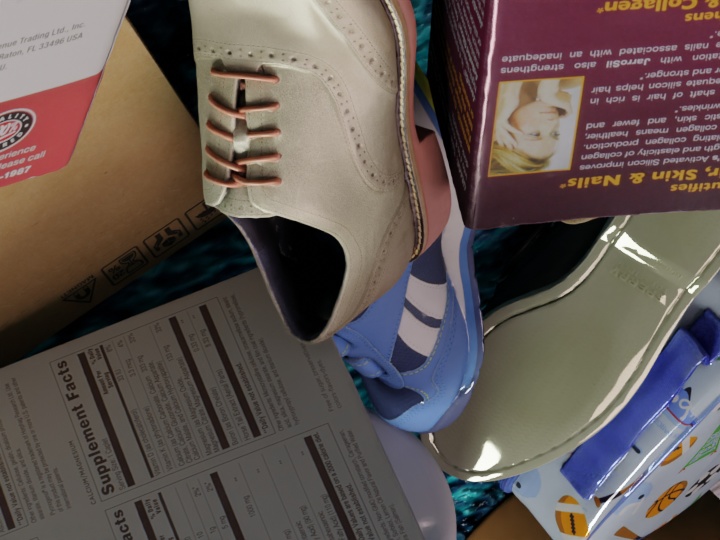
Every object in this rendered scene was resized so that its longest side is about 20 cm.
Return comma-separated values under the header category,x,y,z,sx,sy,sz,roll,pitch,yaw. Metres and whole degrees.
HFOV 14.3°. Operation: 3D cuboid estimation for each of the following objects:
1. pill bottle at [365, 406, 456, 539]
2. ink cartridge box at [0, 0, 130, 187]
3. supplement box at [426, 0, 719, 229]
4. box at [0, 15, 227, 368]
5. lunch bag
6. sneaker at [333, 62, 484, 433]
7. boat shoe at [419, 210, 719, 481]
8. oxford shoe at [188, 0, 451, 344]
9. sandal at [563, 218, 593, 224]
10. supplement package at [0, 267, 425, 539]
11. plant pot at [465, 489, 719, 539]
category,x,y,z,sx,sy,sz,roll,pitch,yaw
pill bottle,-0.024,0.143,1.258,0.112,0.112,0.200,-25,160,-17
ink cartridge box,-0.133,-0.105,0.782,0.147,0.083,0.200,-18,149,-36
supplement box,0.087,-0.115,0.950,0.110,0.086,0.200,-5,136,-9
box,-0.146,-0.008,0.995,0.200,0.021,0.164,-34,152,-1
lunch bag,0.159,0.045,1.332,0.160,0.076,0.200,-15,148,-55
sneaker,0.000,0.000,1.120,0.082,0.074,0.200,-25,144,-14
boat shoe,0.100,0.008,1.248,0.200,0.074,0.066,-54,-170,20
oxford shoe,-0.023,-0.056,0.947,0.074,0.071,0.200,-55,140,-30
sandal,0.095,-0.081,1.088,0.069,0.078,0.212,-19,155,-31
supplement package,-0.080,0.125,1.043,0.199,0.151,0.152,-21,143,-6
plant pot,0.136,0.184,1.480,0.200,0.140,0.200,-27,152,-15
